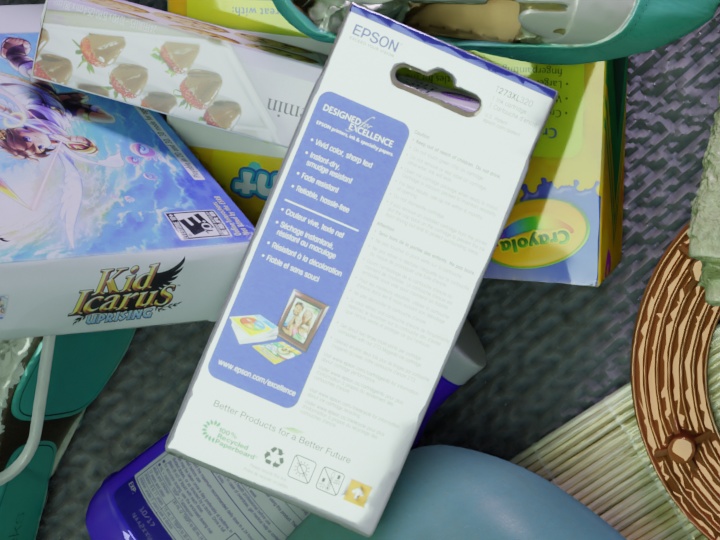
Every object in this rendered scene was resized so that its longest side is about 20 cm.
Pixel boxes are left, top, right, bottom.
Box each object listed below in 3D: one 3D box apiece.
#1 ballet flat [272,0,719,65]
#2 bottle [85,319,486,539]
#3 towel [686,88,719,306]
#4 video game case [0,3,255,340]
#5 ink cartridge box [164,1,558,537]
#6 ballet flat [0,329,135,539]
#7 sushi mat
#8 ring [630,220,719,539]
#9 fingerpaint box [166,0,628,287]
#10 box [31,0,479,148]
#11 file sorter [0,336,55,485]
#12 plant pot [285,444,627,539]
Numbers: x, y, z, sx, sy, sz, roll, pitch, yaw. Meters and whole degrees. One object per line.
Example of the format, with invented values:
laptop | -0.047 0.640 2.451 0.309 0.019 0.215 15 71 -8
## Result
ballet flat | 0.054 -0.117 1.155 0.199 0.070 0.068 1 99 13
bottle | -0.032 0.082 1.293 0.200 0.065 0.084 -38 91 17
towel | 0.224 -0.073 1.195 0.147 0.036 0.201 10 87 14
video game case | -0.166 -0.045 1.198 0.200 0.180 0.046 48 133 41
ink cartridge box | 0.000 0.000 1.154 0.094 0.037 0.201 23 98 -2
ballet flat | -0.167 0.063 1.325 0.071 0.072 0.201 28 106 7
sushi mat | 0.170 0.075 1.270 0.199 0.012 0.096 -34 90 17
ring | 0.217 0.048 1.237 0.199 0.019 0.202 2 102 12
fingerpaint box | 0.018 -0.085 1.245 0.198 0.073 0.168 3 100 14
box | -0.042 -0.078 1.202 0.199 0.041 0.039 16 104 12
file sorter | -0.244 0.008 1.253 0.200 0.124 0.139 39 133 32
plant pot | 0.045 0.175 1.229 0.201 0.200 0.161 -49 62 17
